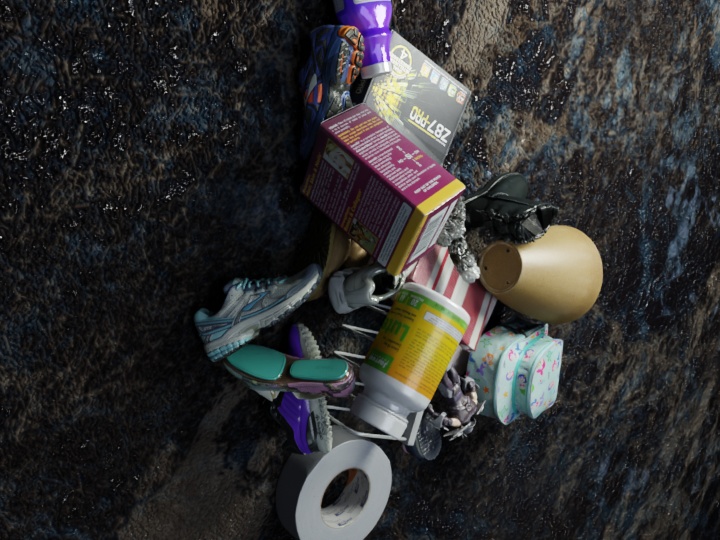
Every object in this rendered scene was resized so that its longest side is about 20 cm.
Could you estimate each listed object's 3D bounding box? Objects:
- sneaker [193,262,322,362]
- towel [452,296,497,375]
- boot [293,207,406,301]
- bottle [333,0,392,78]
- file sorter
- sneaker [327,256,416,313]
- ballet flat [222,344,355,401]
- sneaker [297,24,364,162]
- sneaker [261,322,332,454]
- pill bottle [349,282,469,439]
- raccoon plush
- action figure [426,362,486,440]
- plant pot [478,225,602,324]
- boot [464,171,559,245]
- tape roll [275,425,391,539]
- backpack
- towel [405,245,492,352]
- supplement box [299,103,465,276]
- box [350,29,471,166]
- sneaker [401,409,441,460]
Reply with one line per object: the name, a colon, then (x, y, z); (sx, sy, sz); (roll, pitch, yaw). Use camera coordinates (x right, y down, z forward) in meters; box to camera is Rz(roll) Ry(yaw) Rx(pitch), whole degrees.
sneaker: (-0.144, 0.040, 0.936); (0.199, 0.078, 0.087); (-34, 90, 2)
towel: (0.164, 0.076, 1.254); (0.199, 0.032, 0.193); (31, 81, -39)
boot: (0.000, 0.000, 1.066); (0.199, 0.066, 0.177); (33, 66, -39)
bottle: (0.003, -0.379, 0.968); (0.083, 0.065, 0.203); (-20, 103, -34)
file sorter: (0.030, 0.156, 1.101); (0.123, 0.138, 0.203); (16, 91, -36)
sneaker: (0.040, 0.006, 1.012); (0.200, 0.080, 0.076); (-36, 112, -45)
ballet flat: (-0.103, 0.156, 0.980); (0.069, 0.197, 0.072); (-70, 161, -51)
sneaker: (-0.054, -0.253, 0.976); (0.075, 0.078, 0.202); (-14, 127, -54)
sneaker: (-0.106, 0.184, 1.042); (0.098, 0.070, 0.203); (-10, 87, 8)
pill bottle: (0.066, 0.130, 0.971); (0.111, 0.110, 0.202); (36, 78, -38)
raccoon plush: (0.103, -0.064, 1.082); (0.133, 0.097, 0.202); (-18, 71, -23)
action figure: (0.156, 0.204, 1.184); (0.130, 0.069, 0.202); (-43, 117, -51)
plant pot: (0.308, 0.001, 1.234); (0.198, 0.185, 0.189); (6, 98, -45)
boot: (0.278, -0.113, 1.210); (0.197, 0.162, 0.074); (-27, 117, -30)
tape roll: (-0.042, 0.367, 1.143); (0.198, 0.066, 0.203); (-12, 109, -36)
backpack: (0.287, 0.195, 1.293); (0.198, 0.150, 0.180); (-12, 111, -42)
towel: (0.157, 0.027, 1.174); (0.200, 0.023, 0.145); (48, 50, -27)
supplement box: (0.026, -0.114, 0.959); (0.103, 0.200, 0.132); (-35, 160, -38)
box: (0.074, -0.259, 1.086); (0.199, 0.049, 0.163); (25, 89, -39)
sneaker: (0.079, 0.234, 1.204); (0.070, 0.082, 0.203); (-14, 94, -39)
